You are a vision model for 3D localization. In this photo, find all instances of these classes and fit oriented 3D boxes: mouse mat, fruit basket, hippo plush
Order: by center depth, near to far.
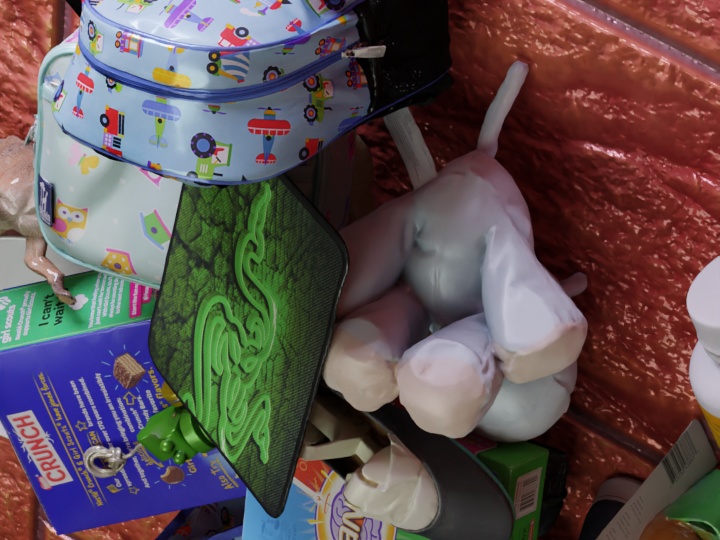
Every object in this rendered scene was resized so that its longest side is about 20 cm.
[{"bbox_3d":[-0.068,0.021,1.250,0.161,0.007,0.201,47,137,37],"label":"mouse mat"},{"bbox_3d":[0.051,0.020,1.269,0.158,0.202,0.161,-14,154,7],"label":"hippo plush"},{"bbox_3d":[0.187,0.224,1.346,0.093,0.200,0.186,5,134,56],"label":"fruit basket"}]

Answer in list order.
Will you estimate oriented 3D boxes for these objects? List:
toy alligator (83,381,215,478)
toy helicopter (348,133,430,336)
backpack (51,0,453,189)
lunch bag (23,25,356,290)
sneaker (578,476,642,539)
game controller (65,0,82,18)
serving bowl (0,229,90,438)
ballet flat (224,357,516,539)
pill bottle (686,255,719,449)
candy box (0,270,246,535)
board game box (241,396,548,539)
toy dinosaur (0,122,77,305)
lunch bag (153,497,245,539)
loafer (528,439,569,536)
[{"bbox_3d":[-0.108,0.100,1.442,0.199,0.054,0.059,-33,119,22],"label":"toy alligator"},{"bbox_3d":[0.000,0.000,1.396,0.132,0.079,0.202,10,124,46],"label":"toy helicopter"},{"bbox_3d":[-0.067,-0.135,1.172,0.182,0.200,0.136,23,131,30],"label":"backpack"},{"bbox_3d":[-0.105,-0.067,1.320,0.198,0.077,0.161,16,127,13],"label":"lunch bag"},{"bbox_3d":[0.165,0.257,1.444,0.076,0.146,0.203,5,133,34],"label":"sneaker"},{"bbox_3d":[-0.109,-0.143,1.343,0.200,0.042,0.104,50,143,-11],"label":"game controller"},{"bbox_3d":[-0.220,0.036,1.585,0.198,0.066,0.201,6,129,8],"label":"serving bowl"},{"bbox_3d":[-0.002,0.103,1.273,0.200,0.073,0.073,40,145,17],"label":"ballet flat"},{"bbox_3d":[0.251,0.083,1.217,0.109,0.109,0.201,-2,128,41],"label":"pill bottle"},{"bbox_3d":[-0.143,0.081,1.510,0.198,0.077,0.170,-12,125,9],"label":"candy box"},{"bbox_3d":[0.016,0.153,1.355,0.199,0.040,0.154,19,112,35],"label":"board game box"},{"bbox_3d":[-0.227,-0.062,1.468,0.199,0.136,0.086,7,153,37],"label":"toy dinosaur"},{"bbox_3d":[-0.050,0.228,1.615,0.151,0.094,0.200,49,151,-13],"label":"lunch bag"},{"bbox_3d":[0.050,0.107,1.460,0.199,0.068,0.071,26,109,23],"label":"loafer"}]
